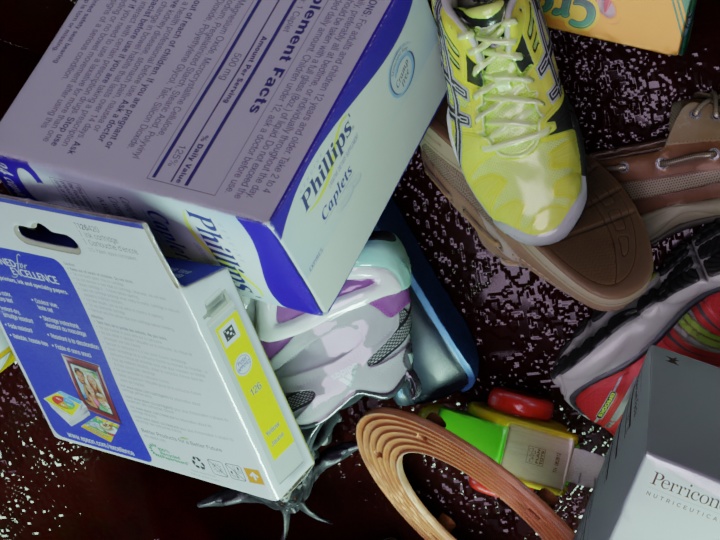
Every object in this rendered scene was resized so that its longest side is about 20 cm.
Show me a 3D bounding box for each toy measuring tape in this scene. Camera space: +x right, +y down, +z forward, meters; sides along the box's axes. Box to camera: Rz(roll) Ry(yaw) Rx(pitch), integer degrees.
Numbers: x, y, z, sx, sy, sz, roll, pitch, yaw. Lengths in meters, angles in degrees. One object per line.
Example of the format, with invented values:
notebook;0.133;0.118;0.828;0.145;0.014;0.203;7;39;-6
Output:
toy measuring tape;0.129;0.118;1.252;0.200;0.074;0.074;15;109;22

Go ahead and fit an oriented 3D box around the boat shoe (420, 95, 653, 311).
boat shoe;0.101;-0.037;1.187;0.200;0.071;0.065;51;154;37

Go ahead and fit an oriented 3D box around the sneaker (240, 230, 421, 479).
sneaker;-0.059;0.059;1.202;0.200;0.078;0.140;-8;95;23

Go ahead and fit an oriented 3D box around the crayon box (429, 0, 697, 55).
crayon box;0.106;-0.207;1.178;0.200;0.058;0.119;14;108;10

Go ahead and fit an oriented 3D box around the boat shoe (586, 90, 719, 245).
boat shoe;0.204;-0.067;1.186;0.200;0.076;0.074;-21;94;19

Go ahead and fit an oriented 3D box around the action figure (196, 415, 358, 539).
action figure;-0.073;0.088;1.289;0.119;0.102;0.200;-21;98;7

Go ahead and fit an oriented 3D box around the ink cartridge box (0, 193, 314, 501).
ink cartridge box;-0.139;0.030;1.163;0.198;0.047;0.200;11;132;41

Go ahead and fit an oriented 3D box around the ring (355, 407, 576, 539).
ring;0.079;0.152;1.245;0.200;0.200;0.019;43;70;-1

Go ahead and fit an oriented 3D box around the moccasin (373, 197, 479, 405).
moccasin;0.000;0.000;1.254;0.068;0.080;0.200;-28;97;17

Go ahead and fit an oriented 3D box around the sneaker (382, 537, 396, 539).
sneaker;-0.010;0.211;1.326;0.200;0.079;0.095;19;105;0

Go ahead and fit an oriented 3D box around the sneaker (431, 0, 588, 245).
sneaker;0.072;-0.110;1.113;0.075;0.076;0.200;-17;82;13

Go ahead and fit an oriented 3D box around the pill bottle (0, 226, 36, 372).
pill bottle;-0.276;0.032;1.270;0.111;0.200;0.111;4;106;13

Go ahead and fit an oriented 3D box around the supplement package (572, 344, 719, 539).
supplement package;0.206;0.181;1.073;0.191;0.147;0.200;19;112;3

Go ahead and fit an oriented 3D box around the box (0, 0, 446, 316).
box;-0.078;-0.091;1.161;0.200;0.184;0.105;15;153;28

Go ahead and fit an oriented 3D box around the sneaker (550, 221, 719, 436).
sneaker;0.211;0.032;1.223;0.200;0.077;0.085;-36;106;28
